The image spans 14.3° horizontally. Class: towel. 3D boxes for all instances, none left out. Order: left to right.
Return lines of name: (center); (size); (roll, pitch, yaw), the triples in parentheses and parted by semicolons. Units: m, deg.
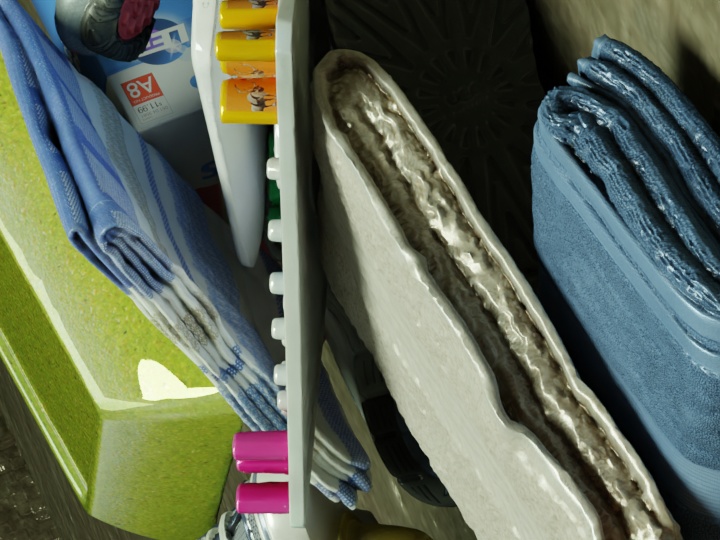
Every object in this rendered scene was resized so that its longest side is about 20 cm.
towel: (-0.066, -0.008, 1.088); (0.200, 0.024, 0.147); (49, -169, -45)
towel: (0.037, 0.039, 0.901); (0.200, 0.034, 0.133); (58, 166, 22)
towel: (0.095, 0.031, 0.862); (0.112, 0.049, 0.200); (57, 163, 33)

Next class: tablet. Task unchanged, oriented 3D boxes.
tablet: (-0.044, -0.093, 1.032); (0.200, 0.014, 0.130); (82, -171, -70)

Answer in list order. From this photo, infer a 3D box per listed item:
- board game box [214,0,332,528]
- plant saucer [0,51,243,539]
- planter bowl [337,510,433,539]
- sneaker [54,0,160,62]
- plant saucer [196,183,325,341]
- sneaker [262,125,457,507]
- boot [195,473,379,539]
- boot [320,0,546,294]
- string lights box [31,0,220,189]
board game box: (-0.027, -0.049, 0.982); (0.200, 0.026, 0.200); (-87, -3, -53)
plant saucer: (-0.123, 0.014, 1.203); (0.200, 0.048, 0.200); (60, 163, 16)
planter bowl: (0.058, 0.183, 1.145); (0.200, 0.083, 0.200); (-15, -90, -84)
sneaker: (-0.123, -0.153, 1.138); (0.200, 0.096, 0.079); (-95, 11, -47)
plant saucer: (-0.092, -0.031, 1.301); (0.200, 0.051, 0.201); (9, 104, 39)
sneaker: (0.000, 0.000, 1.171); (0.087, 0.074, 0.200); (-150, 40, -78)
boot: (-0.043, 0.128, 1.198); (0.200, 0.090, 0.073); (58, -163, -69)
boot: (0.024, -0.042, 1.027); (0.200, 0.066, 0.165); (119, 131, -80)
string lights box: (-0.087, -0.130, 1.236); (0.059, 0.103, 0.200); (94, 152, -55)
